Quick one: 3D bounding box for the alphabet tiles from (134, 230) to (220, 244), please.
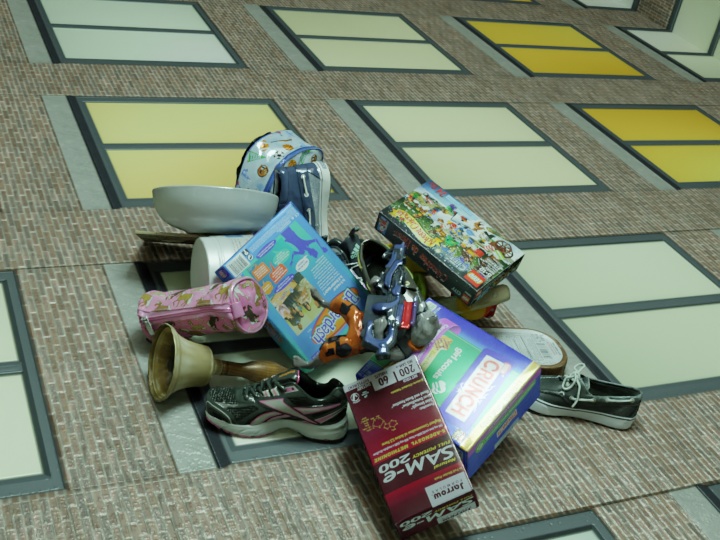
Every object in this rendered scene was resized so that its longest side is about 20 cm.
[{"bbox_3d":[-0.259,-0.050,1.632,0.197,0.008,0.167,3,-3,-7],"label":"alphabet tiles"}]

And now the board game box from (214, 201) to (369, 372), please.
[{"bbox_3d":[-0.093,0.025,1.479,0.152,0.045,0.200,-44,96,-25],"label":"board game box"}]

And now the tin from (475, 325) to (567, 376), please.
[{"bbox_3d":[0.233,0.133,1.592,0.197,0.042,0.112,3,27,-16],"label":"tin"}]

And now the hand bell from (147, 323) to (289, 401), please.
[{"bbox_3d":[-0.185,0.135,1.401,0.198,0.105,0.104,8,28,-30],"label":"hand bell"}]

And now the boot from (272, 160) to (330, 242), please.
[{"bbox_3d":[-0.104,-0.080,1.660,0.089,0.203,0.073,-8,21,-26],"label":"boot"}]

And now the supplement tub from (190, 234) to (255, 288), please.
[{"bbox_3d":[-0.153,0.010,1.554,0.197,0.134,0.132,-1,33,-23],"label":"supplement tub"}]

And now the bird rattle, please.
[{"bbox_3d":[0.171,0.055,1.602,0.197,0.115,0.162,-1,-5,-31],"label":"bird rattle"}]

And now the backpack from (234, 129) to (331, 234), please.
[{"bbox_3d":[-0.142,-0.142,1.752,0.152,0.193,0.200,24,31,19],"label":"backpack"}]

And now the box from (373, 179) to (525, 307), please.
[{"bbox_3d":[0.138,-0.046,1.553,0.199,0.038,0.136,40,46,19],"label":"box"}]

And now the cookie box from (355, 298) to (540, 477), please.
[{"bbox_3d":[0.121,0.158,1.385,0.199,0.076,0.171,31,60,29],"label":"cookie box"}]

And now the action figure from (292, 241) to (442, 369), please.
[{"bbox_3d":[0.020,0.063,1.358,0.191,0.105,0.202,0,46,23],"label":"action figure"}]

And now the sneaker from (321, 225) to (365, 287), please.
[{"bbox_3d":[0.000,0.000,1.589,0.198,0.142,0.077,22,28,36],"label":"sneaker"}]

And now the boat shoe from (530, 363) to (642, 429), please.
[{"bbox_3d":[0.325,0.182,1.511,0.196,0.069,0.074,16,30,5],"label":"boat shoe"}]

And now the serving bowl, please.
[{"bbox_3d":[-0.227,-0.088,1.575,0.197,0.067,0.200,2,-2,0],"label":"serving bowl"}]

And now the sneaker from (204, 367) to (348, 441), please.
[{"bbox_3d":[-0.109,0.168,1.354,0.197,0.087,0.081,4,29,-12],"label":"sneaker"}]

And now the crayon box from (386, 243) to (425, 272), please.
[{"bbox_3d":[0.094,-0.019,1.673,0.124,0.052,0.200,-1,-4,-21],"label":"crayon box"}]

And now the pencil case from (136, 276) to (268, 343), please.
[{"bbox_3d":[-0.224,0.057,1.417,0.198,0.083,0.087,-9,42,32],"label":"pencil case"}]

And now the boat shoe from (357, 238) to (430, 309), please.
[{"bbox_3d":[0.044,0.026,1.434,0.071,0.061,0.202,-26,38,-7],"label":"boat shoe"}]

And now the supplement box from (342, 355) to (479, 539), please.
[{"bbox_3d":[0.061,0.220,1.265,0.108,0.061,0.202,-23,56,-1],"label":"supplement box"}]
